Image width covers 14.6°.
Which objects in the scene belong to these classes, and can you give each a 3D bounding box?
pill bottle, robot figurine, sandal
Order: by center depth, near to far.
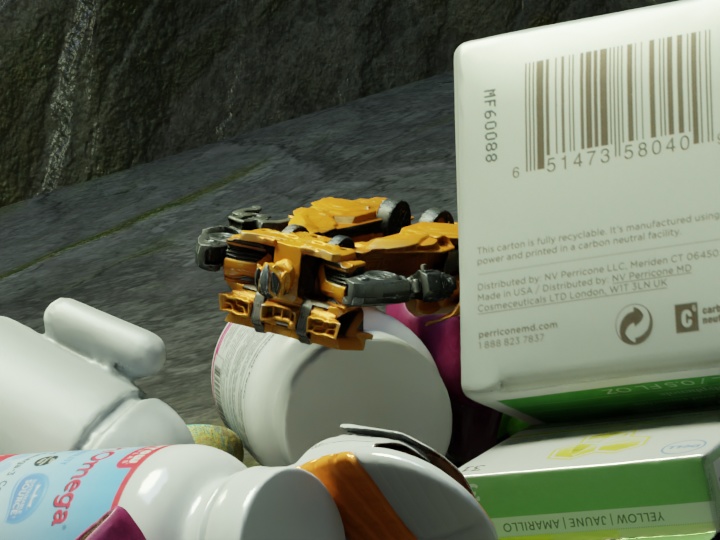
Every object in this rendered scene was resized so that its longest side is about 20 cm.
[{"bbox_3d":[-0.109,0.138,1.334,0.199,0.109,0.109,-6,11,36],"label":"pill bottle"},{"bbox_3d":[-0.002,0.108,1.348,0.059,0.079,0.206,-41,19,-35],"label":"sandal"},{"bbox_3d":[-0.167,0.099,1.493,0.199,0.170,0.113,28,2,17],"label":"robot figurine"},{"bbox_3d":[0.000,0.000,1.524,0.144,0.059,0.200,13,15,29],"label":"robot figurine"},{"bbox_3d":[-0.016,0.072,1.607,0.113,0.114,0.200,-14,9,-10],"label":"pill bottle"}]

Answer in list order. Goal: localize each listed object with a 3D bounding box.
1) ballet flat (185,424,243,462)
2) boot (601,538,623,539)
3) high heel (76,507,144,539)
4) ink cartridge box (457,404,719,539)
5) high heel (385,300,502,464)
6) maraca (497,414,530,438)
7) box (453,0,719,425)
[{"bbox_3d":[-0.154,0.141,1.570,0.199,0.071,0.071,-14,9,-12],"label":"ballet flat"},{"bbox_3d":[0.055,0.160,1.099,0.150,0.074,0.200,-15,3,-12],"label":"boot"},{"bbox_3d":[-0.181,0.171,1.221,0.199,0.097,0.067,-13,11,-5],"label":"high heel"},{"bbox_3d":[0.107,0.116,1.373,0.145,0.048,0.200,-8,8,30],"label":"ink cartridge box"},{"bbox_3d":[0.054,0.020,1.658,0.067,0.096,0.200,2,33,-5],"label":"high heel"},{"bbox_3d":[0.152,0.033,1.668,0.200,0.107,0.137,-41,6,-15],"label":"maraca"},{"bbox_3d":[0.172,-0.021,1.487,0.198,0.201,0.171,-8,-16,29],"label":"box"}]
